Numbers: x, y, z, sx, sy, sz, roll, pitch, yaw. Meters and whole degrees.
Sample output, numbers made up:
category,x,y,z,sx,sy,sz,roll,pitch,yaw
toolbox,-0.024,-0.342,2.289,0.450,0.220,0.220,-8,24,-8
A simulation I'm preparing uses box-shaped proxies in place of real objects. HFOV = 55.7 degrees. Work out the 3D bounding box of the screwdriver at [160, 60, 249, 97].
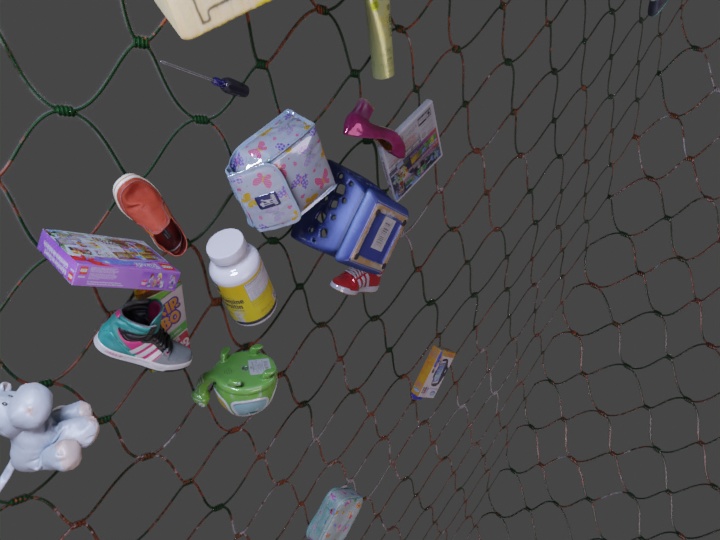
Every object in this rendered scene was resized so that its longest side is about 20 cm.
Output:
category,x,y,z,sx,sy,sz,roll,pitch,yaw
screwdriver,-0.277,-0.344,1.215,0.197,0.029,0.029,7,110,-49

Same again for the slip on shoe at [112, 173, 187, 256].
category,x,y,z,sx,sy,sz,roll,pitch,yaw
slip on shoe,-0.374,-0.097,1.235,0.074,0.061,0.202,-45,141,-16

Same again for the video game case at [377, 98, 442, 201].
category,x,y,z,sx,sy,sz,roll,pitch,yaw
video game case,0.131,-0.305,1.748,0.200,0.023,0.184,-46,143,-21

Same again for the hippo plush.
category,x,y,z,sx,sy,sz,roll,pitch,yaw
hippo plush,-0.578,0.260,1.203,0.195,0.161,0.164,-17,120,11

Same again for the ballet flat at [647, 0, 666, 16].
category,x,y,z,sx,sy,sz,roll,pitch,yaw
ballet flat,1.058,-0.988,2.383,0.202,0.073,0.073,-53,144,1

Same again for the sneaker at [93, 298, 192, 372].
category,x,y,z,sx,sy,sz,roll,pitch,yaw
sneaker,-0.393,0.117,1.306,0.197,0.084,0.122,19,119,-38

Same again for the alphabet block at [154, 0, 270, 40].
category,x,y,z,sx,sy,sz,roll,pitch,yaw
alphabet block,-0.233,-0.493,0.984,0.193,0.196,0.203,-28,136,-10

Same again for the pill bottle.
category,x,y,z,sx,sy,sz,roll,pitch,yaw
pill bottle,-0.250,0.013,1.422,0.112,0.111,0.203,-41,141,-23

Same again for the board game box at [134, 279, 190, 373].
category,x,y,z,sx,sy,sz,roll,pitch,yaw
board game box,-0.398,0.105,1.380,0.094,0.030,0.205,-28,131,-37

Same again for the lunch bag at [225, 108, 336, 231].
category,x,y,z,sx,sy,sz,roll,pitch,yaw
lunch bag,-0.163,-0.189,1.379,0.199,0.127,0.172,-38,138,-17

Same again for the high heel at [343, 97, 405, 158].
category,x,y,z,sx,sy,sz,roll,pitch,yaw
high heel,0.034,-0.298,1.578,0.200,0.066,0.098,44,70,-47

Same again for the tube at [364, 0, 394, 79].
category,x,y,z,sx,sy,sz,roll,pitch,yaw
tube,0.041,-0.517,1.465,0.059,0.050,0.204,-80,166,-55

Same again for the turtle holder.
category,x,y,z,sx,sy,sz,roll,pitch,yaw
turtle holder,-0.275,0.266,1.546,0.183,0.140,0.135,-26,134,-39

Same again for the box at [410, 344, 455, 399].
category,x,y,z,sx,sy,sz,roll,pitch,yaw
box,0.247,0.360,2.348,0.118,0.041,0.204,17,98,-54

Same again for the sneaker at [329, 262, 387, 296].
category,x,y,z,sx,sy,sz,roll,pitch,yaw
sneaker,0.000,0.000,1.758,0.198,0.070,0.115,-5,123,-58

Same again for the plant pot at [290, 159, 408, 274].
category,x,y,z,sx,sy,sz,roll,pitch,yaw
plant pot,-0.012,-0.111,1.573,0.198,0.178,0.204,20,100,-53

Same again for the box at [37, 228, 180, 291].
category,x,y,z,sx,sy,sz,roll,pitch,yaw
box,-0.425,-0.016,1.163,0.198,0.136,0.040,7,110,-52

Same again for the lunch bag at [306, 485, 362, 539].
category,x,y,z,sx,sy,sz,roll,pitch,yaw
lunch bag,-0.085,0.796,2.213,0.159,0.076,0.204,23,96,-53
